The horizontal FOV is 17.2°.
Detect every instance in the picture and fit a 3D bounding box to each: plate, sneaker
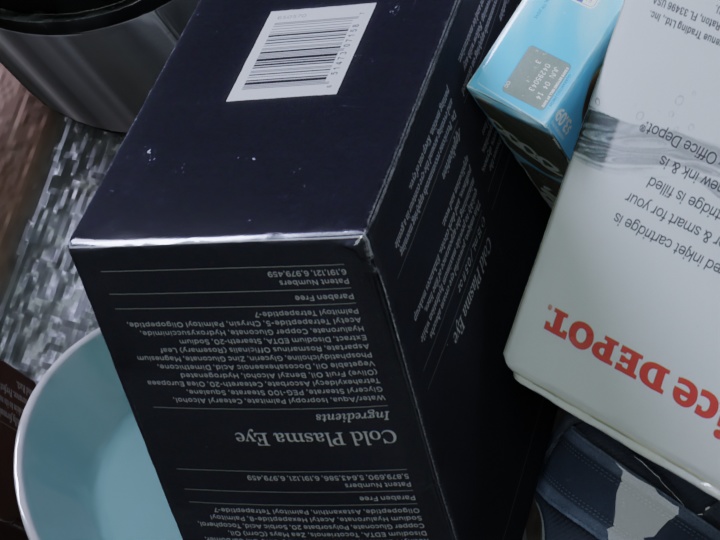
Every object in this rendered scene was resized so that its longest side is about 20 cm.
[{"bbox_3d":[-0.034,0.091,0.900,0.200,0.026,0.200,12,44,-11],"label":"plate"},{"bbox_3d":[0.160,0.101,0.880,0.202,0.077,0.146,31,95,6],"label":"sneaker"}]

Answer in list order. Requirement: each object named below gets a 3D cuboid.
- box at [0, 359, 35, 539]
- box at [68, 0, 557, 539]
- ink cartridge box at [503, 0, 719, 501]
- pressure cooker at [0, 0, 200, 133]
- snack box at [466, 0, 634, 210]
[{"bbox_3d":[-0.239,0.078,0.960,0.200,0.100,0.075,-6,73,10],"label":"box"},{"bbox_3d":[0.000,0.000,0.838,0.104,0.182,0.200,-2,38,20],"label":"box"},{"bbox_3d":[0.147,-0.030,0.757,0.147,0.083,0.200,31,109,40],"label":"ink cartridge box"},{"bbox_3d":[-0.098,-0.162,0.946,0.179,0.200,0.176,10,77,16],"label":"pressure cooker"},{"bbox_3d":[0.109,-0.067,0.870,0.037,0.200,0.116,29,82,27],"label":"snack box"}]
